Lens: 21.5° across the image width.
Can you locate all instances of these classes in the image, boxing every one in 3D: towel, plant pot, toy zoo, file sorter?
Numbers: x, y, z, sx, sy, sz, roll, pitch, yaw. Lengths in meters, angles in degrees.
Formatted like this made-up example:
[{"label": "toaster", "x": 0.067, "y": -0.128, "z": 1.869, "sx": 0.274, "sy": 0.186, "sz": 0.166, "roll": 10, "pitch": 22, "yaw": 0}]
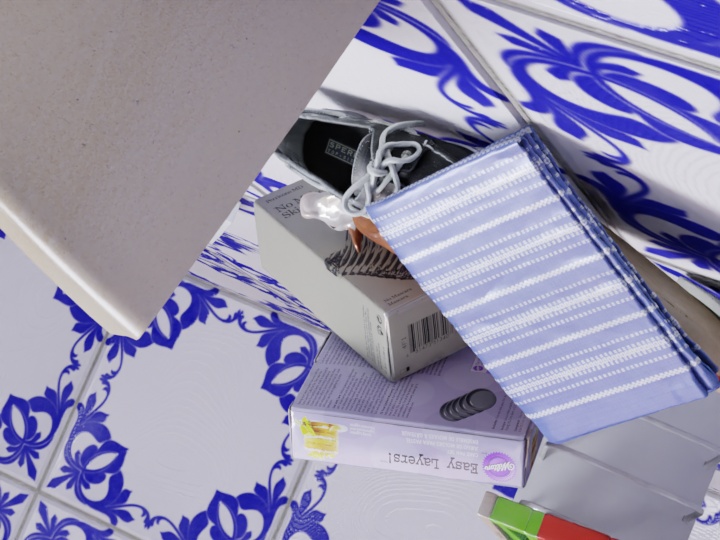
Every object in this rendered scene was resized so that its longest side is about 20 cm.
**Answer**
[{"label": "towel", "x": 0.109, "y": 0.014, "z": 1.131, "sx": 0.144, "sy": 0.024, "sz": 0.200, "roll": -25, "pitch": 110, "yaw": 46}, {"label": "plant pot", "x": -0.128, "y": -0.101, "z": 0.930, "sx": 0.177, "sy": 0.200, "sz": 0.200, "roll": 37, "pitch": 173, "yaw": -9}, {"label": "toy zoo", "x": 0.191, "y": 0.218, "z": 1.396, "sx": 0.199, "sy": 0.021, "sz": 0.131, "roll": 18, "pitch": 167, "yaw": 21}, {"label": "file sorter", "x": 0.215, "y": 0.120, "z": 1.458, "sx": 0.138, "sy": 0.201, "sz": 0.125, "roll": 22, "pitch": 170, "yaw": 7}]

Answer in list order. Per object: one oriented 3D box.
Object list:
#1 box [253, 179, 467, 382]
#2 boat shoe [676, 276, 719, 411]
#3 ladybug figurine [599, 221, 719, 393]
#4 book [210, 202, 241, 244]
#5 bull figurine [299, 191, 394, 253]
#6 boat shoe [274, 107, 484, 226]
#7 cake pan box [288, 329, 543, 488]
[{"label": "box", "x": 0.000, "y": 0.000, "z": 1.479, "sx": 0.200, "sy": 0.082, "sz": 0.069, "roll": 38, "pitch": 144, "yaw": 45}, {"label": "boat shoe", "x": 0.274, "y": 0.087, "z": 1.290, "sx": 0.200, "sy": 0.062, "sz": 0.073, "roll": 46, "pitch": -167, "yaw": 17}, {"label": "ladybug figurine", "x": 0.151, "y": 0.019, "z": 1.196, "sx": 0.200, "sy": 0.072, "sz": 0.136, "roll": 39, "pitch": -179, "yaw": 15}, {"label": "book", "x": -0.231, "y": -0.100, "z": 2.057, "sx": 0.199, "sy": 0.048, "sz": 0.134, "roll": 26, "pitch": 170, "yaw": -8}, {"label": "bull figurine", "x": 0.038, "y": -0.038, "z": 1.376, "sx": 0.199, "sy": 0.065, "sz": 0.121, "roll": 21, "pitch": 174, "yaw": 23}, {"label": "boat shoe", "x": 0.021, "y": -0.062, "z": 1.189, "sx": 0.199, "sy": 0.074, "sz": 0.068, "roll": 31, "pitch": -165, "yaw": 39}, {"label": "cake pan box", "x": 0.058, "y": 0.084, "z": 1.461, "sx": 0.183, "sy": 0.053, "sz": 0.200, "roll": 7, "pitch": -151, "yaw": 12}]
